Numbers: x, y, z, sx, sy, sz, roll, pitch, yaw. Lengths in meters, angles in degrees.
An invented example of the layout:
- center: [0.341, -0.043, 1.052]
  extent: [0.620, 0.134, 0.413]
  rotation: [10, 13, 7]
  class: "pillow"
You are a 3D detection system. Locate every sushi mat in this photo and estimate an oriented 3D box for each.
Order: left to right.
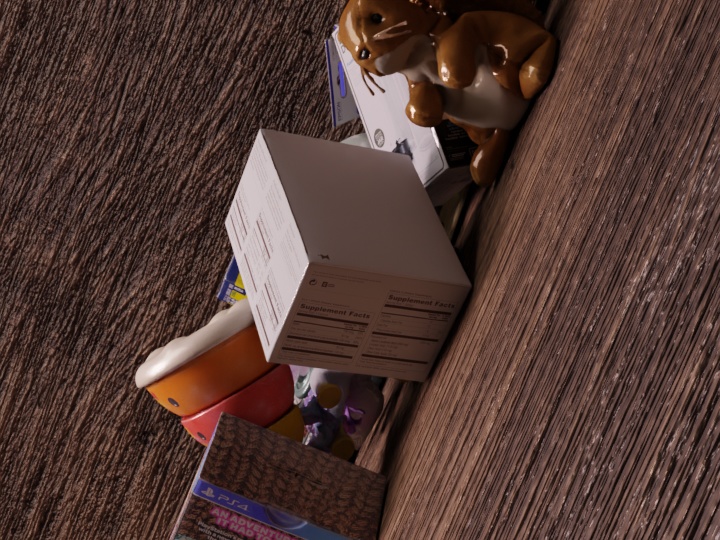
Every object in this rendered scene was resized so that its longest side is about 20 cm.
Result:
- center: [0.078, -0.017, 1.613]
  extent: [0.096, 0.012, 0.201]
  rotation: [126, 165, -71]
  class: "sushi mat"

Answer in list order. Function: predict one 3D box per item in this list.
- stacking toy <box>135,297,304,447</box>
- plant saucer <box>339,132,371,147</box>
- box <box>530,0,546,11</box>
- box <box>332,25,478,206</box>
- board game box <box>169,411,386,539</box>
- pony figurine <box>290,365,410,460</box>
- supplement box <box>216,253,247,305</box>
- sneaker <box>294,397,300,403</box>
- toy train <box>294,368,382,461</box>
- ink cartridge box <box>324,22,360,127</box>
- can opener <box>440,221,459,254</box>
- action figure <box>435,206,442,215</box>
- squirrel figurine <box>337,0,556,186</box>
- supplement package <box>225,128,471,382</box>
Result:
- center: [-0.098, 0.137, 1.438]
  extent: [0.145, 0.201, 0.146]
  rotation: [-30, 1, 1]
  class: "stacking toy"
- center: [-0.040, -0.065, 1.646]
  extent: [0.200, 0.050, 0.201]
  rotation: [-49, 23, 30]
  class: "plant saucer"
- center: [0.110, -0.243, 1.631]
  extent: [0.161, 0.049, 0.201]
  rotation: [1, 66, 50]
  class: "box"
- center: [0.049, -0.171, 1.552]
  extent: [0.117, 0.060, 0.202]
  rotation: [-37, 68, 57]
  class: "box"
- center: [-0.089, 0.252, 1.394]
  extent: [0.097, 0.158, 0.201]
  rotation: [-75, 9, -60]
  class: "board game box"
- center: [-0.024, 0.102, 1.551]
  extent: [0.194, 0.166, 0.200]
  rotation: [-52, 17, 11]
  class: "pony figurine"
- center: [-0.056, 0.013, 1.889]
  extent: [0.109, 0.199, 0.110]
  rotation: [126, 167, -74]
  class: "supplement box"
- center: [-0.044, 0.091, 2.170]
  extent: [0.130, 0.079, 0.200]
  rotation: [-74, 7, -65]
  class: "sneaker"
- center: [-0.025, 0.135, 1.728]
  extent: [0.201, 0.085, 0.114]
  rotation: [-65, 22, -2]
  class: "toy train"
- center: [0.024, -0.226, 1.690]
  extent: [0.199, 0.037, 0.095]
  rotation: [-30, -57, -43]
  class: "ink cartridge box"
- center: [0.052, -0.020, 1.546]
  extent: [0.079, 0.064, 0.200]
  rotation: [-42, 14, -14]
  class: "can opener"
- center: [0.049, -0.045, 1.764]
  extent: [0.201, 0.069, 0.130]
  rotation: [-63, 1, 23]
  class: "action figure"
- center: [0.074, -0.212, 1.453]
  extent: [0.142, 0.185, 0.201]
  rotation: [117, 174, -48]
  class: "squirrel figurine"
- center: [-0.016, -0.015, 1.412]
  extent: [0.201, 0.155, 0.111]
  rotation: [-111, 38, -48]
  class: "supplement package"
